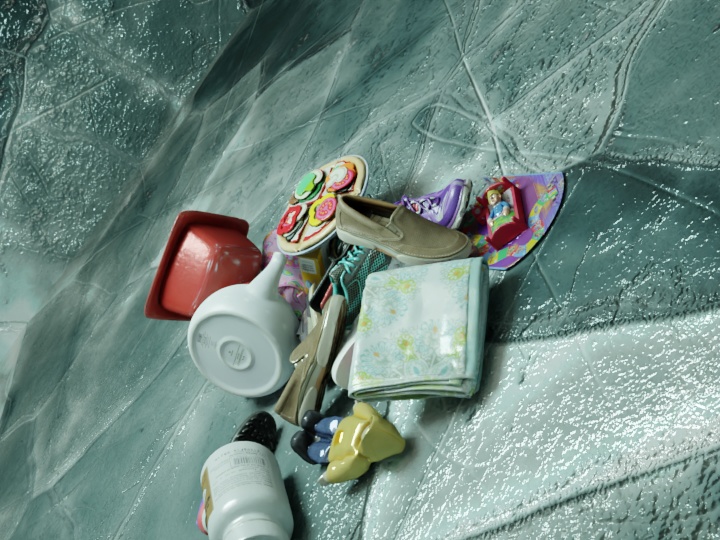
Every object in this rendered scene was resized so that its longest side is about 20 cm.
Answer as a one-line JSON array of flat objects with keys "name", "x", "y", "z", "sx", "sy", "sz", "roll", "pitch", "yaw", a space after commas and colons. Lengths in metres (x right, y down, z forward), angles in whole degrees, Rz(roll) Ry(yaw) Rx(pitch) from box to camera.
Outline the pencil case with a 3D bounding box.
[{"name": "pencil case", "x": -0.132, "y": 0.004, "z": 1.789, "sx": 0.087, "sy": 0.087, "sz": 0.200, "roll": -43, "pitch": 26, "yaw": 21}]

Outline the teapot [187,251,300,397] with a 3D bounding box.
[{"name": "teapot", "x": -0.173, "y": 0.100, "z": 1.649, "sx": 0.200, "sy": 0.198, "sz": 0.146, "roll": -20, "pitch": 21, "yaw": 29}]

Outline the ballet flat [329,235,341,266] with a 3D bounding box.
[{"name": "ballet flat", "x": -0.027, "y": 0.004, "z": 1.631, "sx": 0.063, "sy": 0.069, "sz": 0.200, "roll": -48, "pitch": 24, "yaw": 27}]

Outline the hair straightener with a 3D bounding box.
[{"name": "hair straightener", "x": -0.029, "y": -0.027, "z": 1.562, "sx": 0.077, "sy": 0.041, "sz": 0.200, "roll": 8, "pitch": 73, "yaw": 54}]

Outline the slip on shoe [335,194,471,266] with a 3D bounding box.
[{"name": "slip on shoe", "x": 0.057, "y": -0.060, "z": 1.408, "sx": 0.200, "sy": 0.061, "sz": 0.076, "roll": 17, "pitch": 44, "yaw": 25}]

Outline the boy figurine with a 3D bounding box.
[{"name": "boy figurine", "x": -0.016, "y": 0.226, "z": 1.335, "sx": 0.200, "sy": 0.064, "sz": 0.125, "roll": -11, "pitch": 45, "yaw": 59}]

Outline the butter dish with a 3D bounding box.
[{"name": "butter dish", "x": -0.239, "y": 0.015, "z": 1.735, "sx": 0.148, "sy": 0.199, "sz": 0.200, "roll": 26, "pitch": 100, "yaw": 29}]

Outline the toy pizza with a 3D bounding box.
[{"name": "toy pizza", "x": -0.067, "y": -0.111, "z": 1.634, "sx": 0.200, "sy": 0.032, "sz": 0.200, "roll": -33, "pitch": 34, "yaw": 26}]

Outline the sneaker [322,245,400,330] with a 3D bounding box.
[{"name": "sneaker", "x": 0.000, "y": 0.000, "z": 1.486, "sx": 0.078, "sy": 0.091, "sz": 0.201, "roll": 26, "pitch": 106, "yaw": 60}]

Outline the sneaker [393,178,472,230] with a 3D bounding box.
[{"name": "sneaker", "x": 0.090, "y": -0.080, "z": 1.489, "sx": 0.200, "sy": 0.083, "sz": 0.081, "roll": -35, "pitch": 31, "yaw": 52}]

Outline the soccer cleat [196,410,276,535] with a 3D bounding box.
[{"name": "soccer cleat", "x": -0.191, "y": 0.303, "z": 1.535, "sx": 0.073, "sy": 0.068, "sz": 0.200, "roll": -17, "pitch": 46, "yaw": 58}]

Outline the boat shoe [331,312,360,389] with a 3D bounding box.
[{"name": "boat shoe", "x": 0.022, "y": 0.078, "z": 1.442, "sx": 0.200, "sy": 0.072, "sz": 0.068, "roll": -57, "pitch": 29, "yaw": -7}]

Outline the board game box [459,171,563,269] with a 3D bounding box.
[{"name": "board game box", "x": 0.187, "y": -0.079, "z": 1.399, "sx": 0.158, "sy": 0.039, "sz": 0.200, "roll": -59, "pitch": 25, "yaw": -13}]

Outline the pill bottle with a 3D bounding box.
[{"name": "pill bottle", "x": -0.151, "y": 0.329, "z": 1.371, "sx": 0.114, "sy": 0.114, "sz": 0.200, "roll": -48, "pitch": 26, "yaw": 10}]

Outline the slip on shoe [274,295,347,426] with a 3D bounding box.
[{"name": "slip on shoe", "x": -0.070, "y": 0.126, "z": 1.449, "sx": 0.076, "sy": 0.060, "sz": 0.200, "roll": -43, "pitch": -30, "yaw": -70}]

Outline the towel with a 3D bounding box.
[{"name": "towel", "x": 0.075, "y": 0.075, "z": 1.300, "sx": 0.171, "sy": 0.048, "sz": 0.200, "roll": -6, "pitch": 52, "yaw": 22}]

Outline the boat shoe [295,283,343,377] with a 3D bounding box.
[{"name": "boat shoe", "x": -0.068, "y": 0.097, "z": 1.579, "sx": 0.065, "sy": 0.072, "sz": 0.200, "roll": -38, "pitch": 35, "yaw": 18}]

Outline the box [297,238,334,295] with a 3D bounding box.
[{"name": "box", "x": -0.051, "y": -0.066, "z": 1.708, "sx": 0.041, "sy": 0.119, "sz": 0.200, "roll": 9, "pitch": 56, "yaw": 13}]
